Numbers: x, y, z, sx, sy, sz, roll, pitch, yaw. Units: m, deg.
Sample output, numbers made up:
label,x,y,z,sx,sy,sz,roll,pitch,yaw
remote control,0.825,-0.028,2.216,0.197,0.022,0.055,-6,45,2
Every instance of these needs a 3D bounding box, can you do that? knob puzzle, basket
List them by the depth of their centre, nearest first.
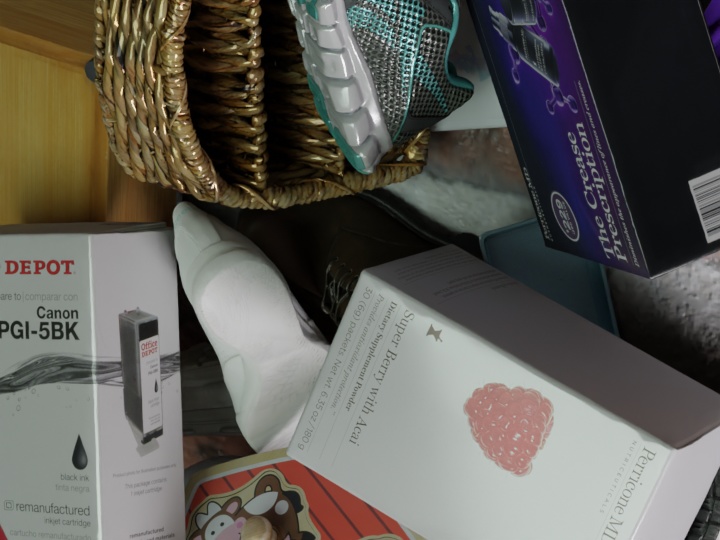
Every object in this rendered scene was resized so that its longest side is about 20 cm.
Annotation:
label,x,y,z,sx,sy,sz,roll,pitch,yaw
basket,-0.055,-0.134,1.469,0.149,0.143,0.200,18,123,28
knob puzzle,-0.054,0.184,1.550,0.219,0.220,0.030,6,158,33

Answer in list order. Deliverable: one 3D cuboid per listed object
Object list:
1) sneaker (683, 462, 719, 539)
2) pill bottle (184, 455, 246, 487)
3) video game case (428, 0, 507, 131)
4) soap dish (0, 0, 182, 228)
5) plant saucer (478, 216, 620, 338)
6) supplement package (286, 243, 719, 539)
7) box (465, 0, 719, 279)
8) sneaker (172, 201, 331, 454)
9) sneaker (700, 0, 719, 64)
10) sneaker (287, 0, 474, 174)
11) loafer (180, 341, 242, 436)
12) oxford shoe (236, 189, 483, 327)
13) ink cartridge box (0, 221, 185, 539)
label,x,y,z,sx,sy,sz,roll,pitch,yaw
sneaker,0.184,0.173,1.523,0.074,0.079,0.200,32,121,23
pill bottle,-0.051,0.211,1.636,0.200,0.119,0.120,40,136,51
video game case,-0.006,-0.166,1.527,0.200,0.024,0.182,-1,112,35
soap dish,-0.190,-0.085,1.658,0.157,0.081,0.200,20,121,26
plant saucer,0.121,0.060,1.534,0.019,0.070,0.200,-137,31,-70
supplement package,0.085,0.088,1.435,0.200,0.120,0.121,29,109,20
box,0.126,-0.108,1.389,0.141,0.079,0.200,-154,43,-71
sneaker,-0.064,0.034,1.597,0.089,0.075,0.200,53,168,43
sneaker,0.208,-0.105,1.387,0.099,0.070,0.200,14,116,37
sneaker,0.009,-0.150,1.410,0.078,0.091,0.200,55,165,45
loafer,-0.137,0.092,1.688,0.200,0.070,0.070,-10,108,17
oxford shoe,0.000,0.000,1.569,0.200,0.084,0.073,18,124,29
ink cartridge box,-0.188,0.072,1.588,0.147,0.083,0.200,-1,93,35
